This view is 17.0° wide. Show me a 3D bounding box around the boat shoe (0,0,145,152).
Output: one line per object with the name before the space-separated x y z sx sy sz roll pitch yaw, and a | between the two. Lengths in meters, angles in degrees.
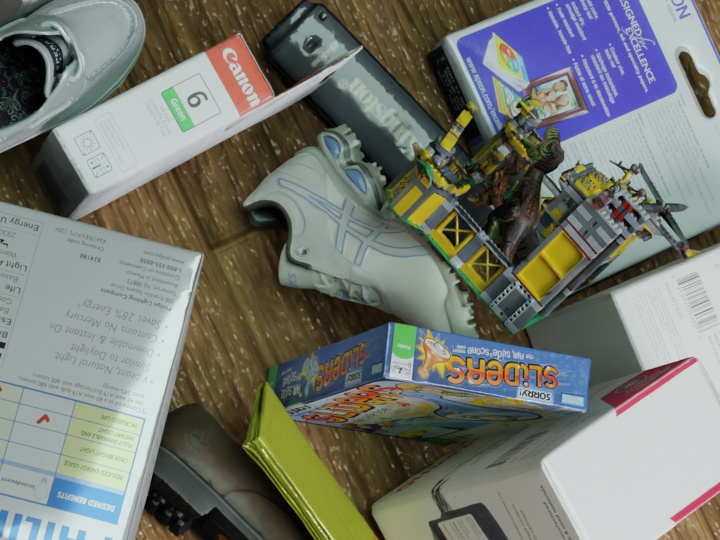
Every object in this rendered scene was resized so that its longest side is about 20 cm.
boat shoe | -0.197 -0.113 1.428 0.201 0.072 0.070 -37 96 -32

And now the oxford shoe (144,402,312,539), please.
oxford shoe | -0.053 0.160 1.511 0.200 0.073 0.084 47 58 -11

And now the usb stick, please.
usb stick | 0.017 -0.096 1.611 0.055 0.033 0.200 -44 98 5

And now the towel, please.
towel | -0.013 0.166 1.505 0.018 0.086 0.200 -30 108 11

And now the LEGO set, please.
LEGO set | 0.122 -0.054 1.512 0.154 0.116 0.200 53 28 17

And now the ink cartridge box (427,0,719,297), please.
ink cartridge box | 0.172 -0.101 1.678 0.200 0.043 0.198 -23 89 -24

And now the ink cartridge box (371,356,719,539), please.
ink cartridge box | 0.123 0.137 1.513 0.145 0.200 0.084 -30 94 -33

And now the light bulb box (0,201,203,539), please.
light bulb box | -0.212 0.073 1.405 0.198 0.125 0.200 15 73 -2

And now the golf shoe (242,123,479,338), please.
golf shoe | 0.000 0.000 1.538 0.097 0.078 0.200 -30 52 -13

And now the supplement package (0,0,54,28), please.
supplement package | -0.172 -0.242 1.523 0.200 0.110 0.114 -31 92 -26

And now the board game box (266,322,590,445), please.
board game box | 0.037 0.073 1.496 0.135 0.200 0.034 11 76 -20

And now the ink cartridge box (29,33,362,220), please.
ink cartridge box | -0.104 -0.103 1.509 0.200 0.109 0.050 -30 90 -17

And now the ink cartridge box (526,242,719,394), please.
ink cartridge box | 0.242 0.051 1.630 0.200 0.125 0.129 -21 88 -27
